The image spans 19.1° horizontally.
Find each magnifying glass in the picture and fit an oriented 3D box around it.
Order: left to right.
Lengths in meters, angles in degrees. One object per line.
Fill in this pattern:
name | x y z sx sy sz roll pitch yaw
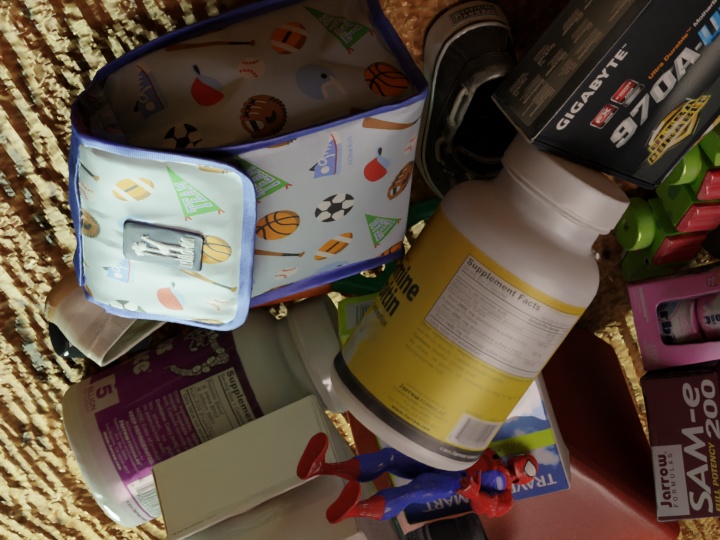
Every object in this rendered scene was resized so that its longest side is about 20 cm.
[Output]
magnifying glass | 0.000 0.000 1.459 0.199 0.080 0.022 -10 155 0

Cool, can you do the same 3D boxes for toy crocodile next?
toy crocodile | 0.236 -0.050 1.530 0.067 0.062 0.200 -7 148 -23

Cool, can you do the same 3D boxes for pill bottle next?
pill bottle | -0.098 0.092 1.497 0.200 0.112 0.112 -25 151 5
pill bottle | 0.076 0.016 1.320 0.112 0.112 0.200 18 111 -49

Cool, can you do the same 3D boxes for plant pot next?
plant pot | 0.095 0.134 1.632 0.200 0.200 0.176 -31 136 16

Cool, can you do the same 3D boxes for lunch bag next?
lunch bag | -0.071 -0.058 1.240 0.200 0.124 0.170 -17 147 -17

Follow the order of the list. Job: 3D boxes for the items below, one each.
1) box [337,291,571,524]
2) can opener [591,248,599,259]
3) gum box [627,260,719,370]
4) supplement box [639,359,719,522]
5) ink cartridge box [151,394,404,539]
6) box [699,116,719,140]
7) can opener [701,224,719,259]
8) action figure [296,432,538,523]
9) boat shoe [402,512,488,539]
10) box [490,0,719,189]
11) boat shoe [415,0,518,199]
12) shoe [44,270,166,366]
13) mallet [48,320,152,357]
box | 0.068 0.094 1.460 0.122 0.048 0.200 -13 126 9
can opener | 0.130 -0.037 1.489 0.066 0.053 0.200 -19 151 -3
gum box | 0.293 0.023 1.589 0.113 0.066 0.200 -12 180 36
supplement box | 0.261 0.117 1.627 0.061 0.109 0.200 -7 -176 17
ink cartridge box | -0.045 0.191 1.442 0.128 0.125 0.200 -25 137 4
box | 0.241 -0.137 1.409 0.041 0.039 0.200 4 142 -40
can opener | 0.335 -0.068 1.552 0.067 0.053 0.200 39 125 -11
action figure | 0.049 0.131 1.384 0.200 0.065 0.052 6 124 -49
boat shoe | 0.095 0.234 1.545 0.068 0.072 0.200 -25 137 7
box | 0.192 -0.149 1.292 0.200 0.046 0.159 -50 148 17
boat shoe | 0.073 -0.086 1.359 0.071 0.064 0.200 -18 151 -5
shoe | -0.102 -0.003 1.345 0.200 0.053 0.070 -30 151 -24
mallet | -0.138 -0.012 1.377 0.066 0.041 0.200 1 140 -36
